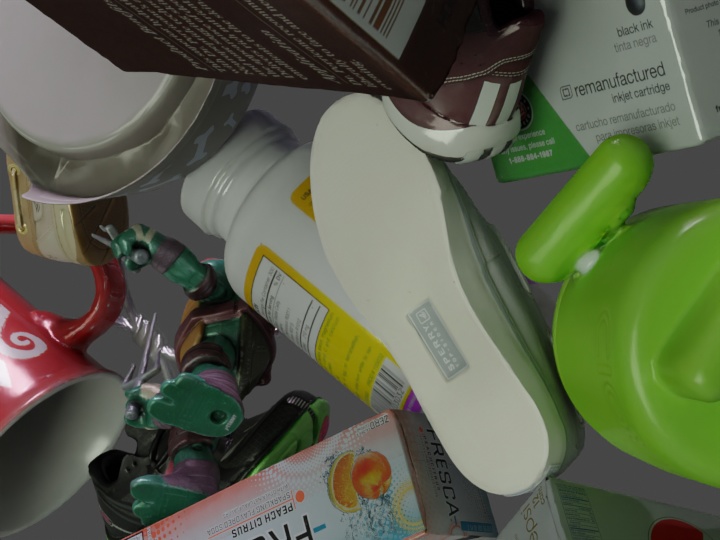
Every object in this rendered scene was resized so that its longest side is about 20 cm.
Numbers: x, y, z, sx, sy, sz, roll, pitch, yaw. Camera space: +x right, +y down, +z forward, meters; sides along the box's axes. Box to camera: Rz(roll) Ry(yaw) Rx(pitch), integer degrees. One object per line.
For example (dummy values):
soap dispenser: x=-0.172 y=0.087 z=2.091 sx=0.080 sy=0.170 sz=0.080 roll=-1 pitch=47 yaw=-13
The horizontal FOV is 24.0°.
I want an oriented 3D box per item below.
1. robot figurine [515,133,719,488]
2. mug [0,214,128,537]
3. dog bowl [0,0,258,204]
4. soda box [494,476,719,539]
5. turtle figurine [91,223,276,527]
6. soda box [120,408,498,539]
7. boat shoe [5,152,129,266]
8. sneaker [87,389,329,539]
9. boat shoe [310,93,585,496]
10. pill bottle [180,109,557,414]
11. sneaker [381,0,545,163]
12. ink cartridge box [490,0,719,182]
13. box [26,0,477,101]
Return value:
robot figurine: x=0.147 y=0.029 z=0.711 sx=0.175 sy=0.200 sz=0.116 roll=35 pitch=86 yaw=-5
mug: x=-0.246 y=0.043 z=1.091 sx=0.200 sy=0.177 sz=0.134 roll=40 pitch=160 yaw=24
dog bowl: x=-0.134 y=-0.131 z=0.892 sx=0.199 sy=0.059 sz=0.201 roll=-3 pitch=83 yaw=29
soda box: x=0.157 y=0.157 z=0.779 sx=0.068 sy=0.199 sz=0.064 roll=-56 pitch=30 yaw=34
turtle figurine: x=-0.095 y=0.041 z=0.936 sx=0.100 sy=0.200 sz=0.150 roll=-7 pitch=123 yaw=-2
soda box: x=-0.035 y=0.136 z=0.834 sx=0.200 sy=0.068 sz=0.064 roll=-28 pitch=66 yaw=30
boat shoe: x=-0.190 y=-0.101 z=1.007 sx=0.069 sy=0.074 sz=0.201 roll=0 pitch=98 yaw=29
sneaker: x=-0.100 y=0.114 z=1.017 sx=0.200 sy=0.077 sz=0.084 roll=-29 pitch=91 yaw=36
boat shoe: x=0.046 y=0.007 z=0.790 sx=0.072 sy=0.068 sz=0.200 roll=-39 pitch=75 yaw=26
pill bottle: x=0.000 y=0.000 z=0.893 sx=0.200 sy=0.104 sz=0.104 roll=39 pitch=123 yaw=19
sneaker: x=0.017 y=-0.152 z=0.759 sx=0.200 sy=0.076 sz=0.116 roll=47 pitch=141 yaw=20
ink cartridge box: x=0.106 y=-0.152 z=0.759 sx=0.146 sy=0.083 sz=0.201 roll=-8 pitch=100 yaw=57
box: x=-0.057 y=-0.182 z=0.673 sx=0.200 sy=0.166 sz=0.165 roll=12 pitch=75 yaw=43
